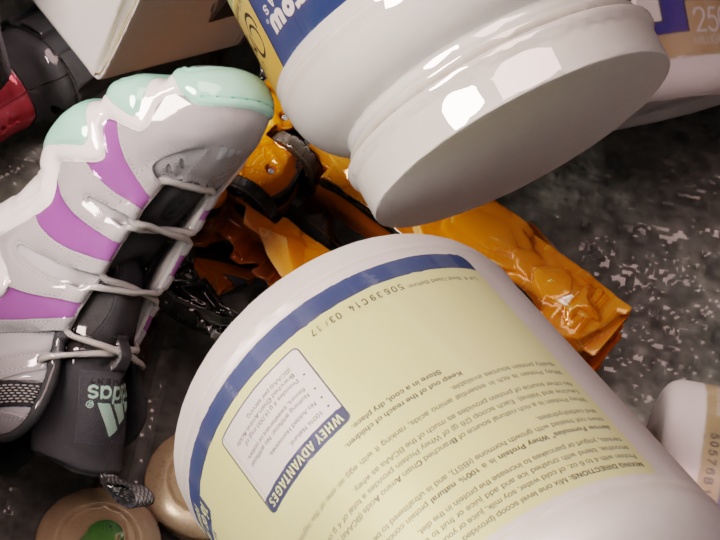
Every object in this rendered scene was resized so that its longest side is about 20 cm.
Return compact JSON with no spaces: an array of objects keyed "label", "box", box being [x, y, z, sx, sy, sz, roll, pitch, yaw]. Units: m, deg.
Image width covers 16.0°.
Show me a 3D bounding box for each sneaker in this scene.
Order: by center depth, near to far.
[{"label":"sneaker","box":[-0.094,0.020,0.971,0.078,0.200,0.140,8,57,-47]}]

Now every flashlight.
[{"label":"flashlight","box":[-0.178,-0.050,1.052,0.200,0.068,0.068,-35,69,-23]}]

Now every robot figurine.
[{"label":"robot figurine","box":[0.000,0.000,1.046,0.200,0.058,0.145,35,61,14]}]

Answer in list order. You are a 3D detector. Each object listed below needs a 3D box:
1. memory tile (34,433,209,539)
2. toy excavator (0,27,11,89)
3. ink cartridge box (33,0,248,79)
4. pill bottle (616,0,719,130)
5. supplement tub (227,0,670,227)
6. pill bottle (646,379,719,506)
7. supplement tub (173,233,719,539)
[{"label":"memory tile","box":[-0.061,0.162,0.964,0.153,0.017,0.200,-28,66,-21]},{"label":"toy excavator","box":[-0.227,-0.132,1.048,0.200,0.100,0.194,17,45,37]},{"label":"ink cartridge box","box":[-0.064,-0.175,1.095,0.200,0.084,0.144,-18,60,-41]},{"label":"pill bottle","box":[0.089,-0.160,1.051,0.115,0.116,0.200,-10,87,-12]},{"label":"supplement tub","box":[0.014,-0.131,0.947,0.144,0.144,0.200,-23,75,-19]},{"label":"pill bottle","box":[0.201,0.114,0.965,0.200,0.111,0.111,12,58,2]},{"label":"supplement tub","box":[0.040,0.097,0.878,0.145,0.145,0.200,-24,48,-19]}]
